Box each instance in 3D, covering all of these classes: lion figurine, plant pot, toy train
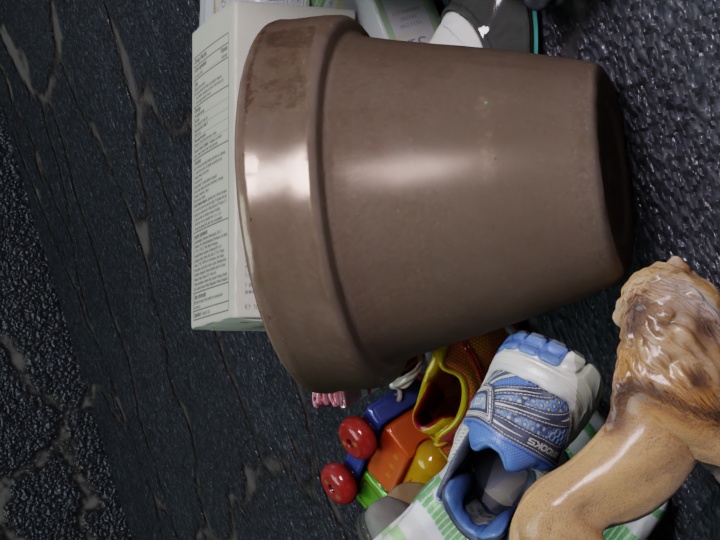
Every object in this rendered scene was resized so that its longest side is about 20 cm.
[{"bbox_3d":[0.132,0.101,0.932,0.122,0.200,0.072,41,175,-17],"label":"lion figurine"},{"bbox_3d":[0.047,-0.044,0.971,0.200,0.173,0.202,-7,-90,-73],"label":"plant pot"},{"bbox_3d":[0.050,0.135,1.368,0.116,0.084,0.200,48,148,19],"label":"toy train"}]

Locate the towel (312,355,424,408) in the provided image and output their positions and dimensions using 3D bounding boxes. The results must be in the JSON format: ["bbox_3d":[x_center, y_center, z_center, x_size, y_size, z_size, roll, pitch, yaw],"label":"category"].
[{"bbox_3d":[0.000,0.000,1.143,0.200,0.023,0.145,-16,-79,-74],"label":"towel"}]

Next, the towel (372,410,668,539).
[{"bbox_3d":[0.082,0.165,1.127,0.023,0.200,0.153,36,-168,-43],"label":"towel"}]

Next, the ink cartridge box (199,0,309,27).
[{"bbox_3d":[-0.076,-0.228,1.351,0.176,0.044,0.201,-148,60,-71],"label":"ink cartridge box"}]

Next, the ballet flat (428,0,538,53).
[{"bbox_3d":[0.065,-0.091,1.083,0.068,0.068,0.201,39,142,48],"label":"ballet flat"}]

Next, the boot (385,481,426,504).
[{"bbox_3d":[0.055,0.229,1.344,0.201,0.071,0.144,50,159,-16],"label":"boot"}]

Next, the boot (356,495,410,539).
[{"bbox_3d":[0.095,0.174,1.179,0.200,0.068,0.131,40,115,30],"label":"boot"}]

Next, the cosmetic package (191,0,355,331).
[{"bbox_3d":[-0.057,-0.063,1.210,0.103,0.087,0.202,166,104,-69],"label":"cosmetic package"}]

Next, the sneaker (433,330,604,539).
[{"bbox_3d":[0.071,0.115,1.017,0.077,0.085,0.201,26,148,16],"label":"sneaker"}]

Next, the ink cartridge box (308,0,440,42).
[{"bbox_3d":[0.027,-0.111,1.231,0.146,0.048,0.201,129,124,-70],"label":"ink cartridge box"}]

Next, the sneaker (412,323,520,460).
[{"bbox_3d":[0.069,0.102,1.256,0.073,0.077,0.201,52,158,46],"label":"sneaker"}]

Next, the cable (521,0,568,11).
[{"bbox_3d":[0.085,-0.214,0.962,0.164,0.051,0.200,66,162,2],"label":"cable"}]
